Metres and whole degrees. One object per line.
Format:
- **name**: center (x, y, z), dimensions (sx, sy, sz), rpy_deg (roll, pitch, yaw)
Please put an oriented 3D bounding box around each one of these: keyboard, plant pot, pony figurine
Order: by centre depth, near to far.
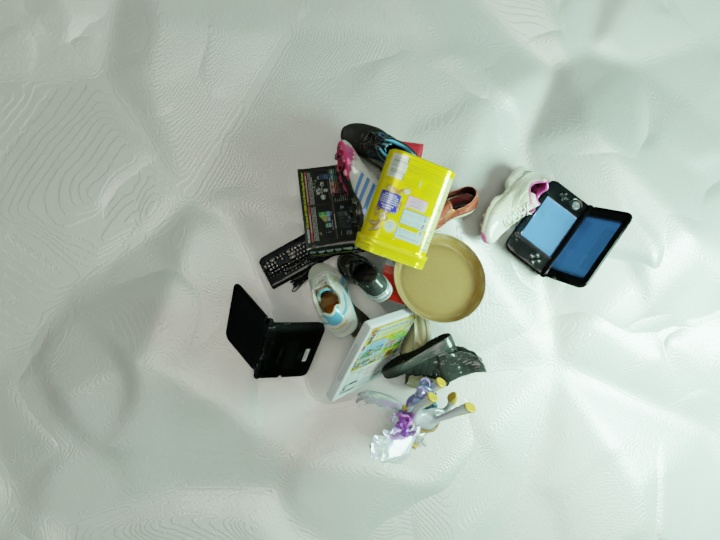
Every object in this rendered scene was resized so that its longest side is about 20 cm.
- **pony figurine**: center (0.106, 0.303, 1.118), dimensions (0.192, 0.168, 0.200), rpy_deg (20, 127, -27)
- **plant pot**: center (0.165, 0.017, 1.149), dimensions (0.198, 0.028, 0.202), rpy_deg (2, 67, -6)
- **keyboard**: center (-0.122, -0.029, 1.225), dimensions (0.199, 0.040, 0.105), rpy_deg (-30, 85, -4)

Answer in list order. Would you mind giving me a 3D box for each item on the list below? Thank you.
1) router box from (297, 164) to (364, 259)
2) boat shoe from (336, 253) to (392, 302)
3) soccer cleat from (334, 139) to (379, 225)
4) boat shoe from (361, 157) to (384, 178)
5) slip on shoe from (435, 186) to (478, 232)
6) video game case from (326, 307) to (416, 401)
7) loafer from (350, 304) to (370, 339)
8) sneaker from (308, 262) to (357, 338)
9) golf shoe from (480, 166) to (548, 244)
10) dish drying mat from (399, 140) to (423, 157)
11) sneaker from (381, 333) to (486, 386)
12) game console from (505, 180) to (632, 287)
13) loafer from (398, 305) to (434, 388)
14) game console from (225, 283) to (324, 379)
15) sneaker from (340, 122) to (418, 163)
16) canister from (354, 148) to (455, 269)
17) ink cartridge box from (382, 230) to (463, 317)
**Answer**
- **router box**: center (-0.055, -0.133, 1.204), dimensions (0.148, 0.062, 0.202), rpy_deg (-7, 70, -4)
- **boat shoe**: center (0.000, 0.000, 1.155), dimensions (0.069, 0.200, 0.057), rpy_deg (-43, 126, -7)
- **soccer cleat**: center (0.004, -0.187, 1.163), dimensions (0.085, 0.070, 0.202), rpy_deg (-10, 73, -18)
- **boat shoe**: center (0.068, -0.212, 1.236), dimensions (0.086, 0.075, 0.202), rpy_deg (-44, 85, -7)
- **slip on shoe**: center (0.180, -0.136, 1.217), dimensions (0.198, 0.061, 0.074), rpy_deg (-24, 61, -17)
- **video game case**: center (0.028, 0.163, 1.105), dimensions (0.023, 0.199, 0.183), rpy_deg (37, 113, 24)
- **loafer**: center (-0.035, 0.102, 1.174), dimensions (0.068, 0.076, 0.200), rpy_deg (-50, 49, 10)
- **sneaker**: center (-0.065, 0.043, 1.120), dimensions (0.076, 0.081, 0.201), rpy_deg (-33, 43, 3)
- **golf shoe**: center (0.345, -0.143, 1.225), dimensions (0.091, 0.075, 0.201), rpy_deg (28, 83, 42)
- **dish drying mat**: center (0.082, -0.183, 1.191), dimensions (0.076, 0.018, 0.202), rpy_deg (11, 85, 13)
- **sneaker**: center (0.152, 0.205, 1.135), dimensions (0.198, 0.060, 0.105), rpy_deg (-29, 98, 5)
- **game console**: center (0.456, -0.087, 1.209), dimensions (0.175, 0.116, 0.201), rpy_deg (38, 83, 2)
- **loafer**: center (0.118, 0.166, 1.195), dimensions (0.067, 0.076, 0.202), rpy_deg (-7, 85, -9)
- **game console**: center (-0.184, 0.129, 1.143), dimensions (0.174, 0.201, 0.117), rpy_deg (1, 51, -20)
- **sneaker**: center (0.043, -0.269, 1.159), dimensions (0.199, 0.082, 0.074), rpy_deg (27, 89, 15)
- **canister**: center (0.089, -0.121, 1.078), dimensions (0.147, 0.087, 0.202), rpy_deg (18, 97, -13)
- **ink cartridge box**: center (0.132, -0.010, 1.183), dimensions (0.158, 0.047, 0.201), rpy_deg (17, 50, -1)
